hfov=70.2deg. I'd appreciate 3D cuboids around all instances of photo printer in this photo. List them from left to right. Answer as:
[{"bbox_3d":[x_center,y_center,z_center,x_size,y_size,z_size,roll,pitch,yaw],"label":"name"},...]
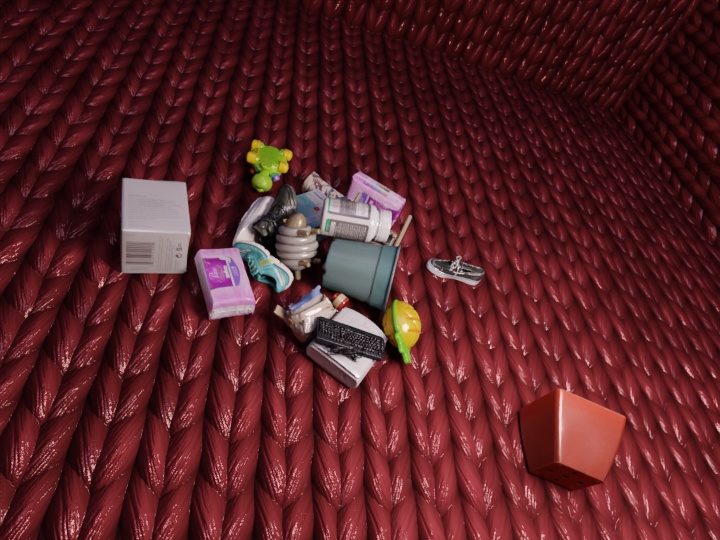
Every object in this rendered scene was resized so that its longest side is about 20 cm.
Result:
[{"bbox_3d":[-0.028,0.198,1.385,0.166,0.070,0.200,36,44,7],"label":"photo printer"}]

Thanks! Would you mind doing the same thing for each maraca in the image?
[{"bbox_3d":[0.117,0.169,1.441,0.107,0.137,0.200,-19,36,16],"label":"maraca"}]

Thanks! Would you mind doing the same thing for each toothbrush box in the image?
[{"bbox_3d":[-0.172,-0.166,1.653,0.200,0.085,0.146,-26,62,-41],"label":"toothbrush box"}]

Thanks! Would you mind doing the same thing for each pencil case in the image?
[{"bbox_3d":[-0.113,-0.258,1.768,0.200,0.078,0.089,39,72,13],"label":"pencil case"}]

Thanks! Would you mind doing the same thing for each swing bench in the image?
[{"bbox_3d":[0.032,-0.117,1.656,0.199,0.130,0.200,26,48,3],"label":"swing bench"}]

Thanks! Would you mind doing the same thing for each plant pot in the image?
[{"bbox_3d":[0.000,0.000,1.485,0.196,0.201,0.200,15,44,3],"label":"plant pot"},{"bbox_3d":[0.539,0.452,1.334,0.200,0.200,0.177,24,55,-2],"label":"plant pot"}]

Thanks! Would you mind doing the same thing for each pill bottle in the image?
[{"bbox_3d":[-0.016,-0.145,1.503,0.199,0.113,0.113,10,45,-7],"label":"pill bottle"}]

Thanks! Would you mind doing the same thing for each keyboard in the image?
[{"bbox_3d":[-0.020,0.181,1.317,0.200,0.040,0.104,20,48,-19],"label":"keyboard"}]

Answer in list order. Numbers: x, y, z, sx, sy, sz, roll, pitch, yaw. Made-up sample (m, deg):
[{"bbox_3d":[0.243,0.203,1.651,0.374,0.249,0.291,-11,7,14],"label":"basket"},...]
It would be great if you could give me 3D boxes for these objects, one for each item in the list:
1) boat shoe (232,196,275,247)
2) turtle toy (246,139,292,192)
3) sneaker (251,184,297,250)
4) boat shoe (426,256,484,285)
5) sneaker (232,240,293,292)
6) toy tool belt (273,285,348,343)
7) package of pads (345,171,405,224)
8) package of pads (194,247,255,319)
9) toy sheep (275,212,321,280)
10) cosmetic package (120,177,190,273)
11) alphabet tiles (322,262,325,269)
[{"bbox_3d":[-0.331,-0.143,1.548,0.068,0.072,0.200,12,70,41],"label":"boat shoe"},{"bbox_3d":[-0.321,-0.351,1.745,0.145,0.101,0.200,16,45,-10],"label":"turtle toy"},{"bbox_3d":[-0.253,-0.159,1.513,0.076,0.200,0.114,22,9,24],"label":"sneaker"},{"bbox_3d":[0.325,-0.008,1.745,0.199,0.068,0.074,20,44,-6],"label":"boat shoe"},{"bbox_3d":[-0.285,-0.014,1.462,0.200,0.078,0.080,36,55,3],"label":"sneaker"},{"bbox_3d":[-0.133,0.095,1.397,0.123,0.125,0.200,43,48,8],"label":"toy tool belt"},{"bbox_3d":[0.045,-0.241,1.786,0.200,0.121,0.076,32,44,7],"label":"package of pads"},{"bbox_3d":[-0.367,0.034,1.379,0.120,0.076,0.200,-4,51,-30],"label":"package of pads"},{"bbox_3d":[-0.183,-0.068,1.488,0.137,0.201,0.138,3,12,-1],"label":"toy sheep"},{"bbox_3d":[-0.552,-0.118,1.372,0.165,0.165,0.200,1,50,-25],"label":"cosmetic package"},{"bbox_3d":[-0.013,0.003,1.618,0.195,0.015,0.200,30,43,4],"label":"alphabet tiles"}]
